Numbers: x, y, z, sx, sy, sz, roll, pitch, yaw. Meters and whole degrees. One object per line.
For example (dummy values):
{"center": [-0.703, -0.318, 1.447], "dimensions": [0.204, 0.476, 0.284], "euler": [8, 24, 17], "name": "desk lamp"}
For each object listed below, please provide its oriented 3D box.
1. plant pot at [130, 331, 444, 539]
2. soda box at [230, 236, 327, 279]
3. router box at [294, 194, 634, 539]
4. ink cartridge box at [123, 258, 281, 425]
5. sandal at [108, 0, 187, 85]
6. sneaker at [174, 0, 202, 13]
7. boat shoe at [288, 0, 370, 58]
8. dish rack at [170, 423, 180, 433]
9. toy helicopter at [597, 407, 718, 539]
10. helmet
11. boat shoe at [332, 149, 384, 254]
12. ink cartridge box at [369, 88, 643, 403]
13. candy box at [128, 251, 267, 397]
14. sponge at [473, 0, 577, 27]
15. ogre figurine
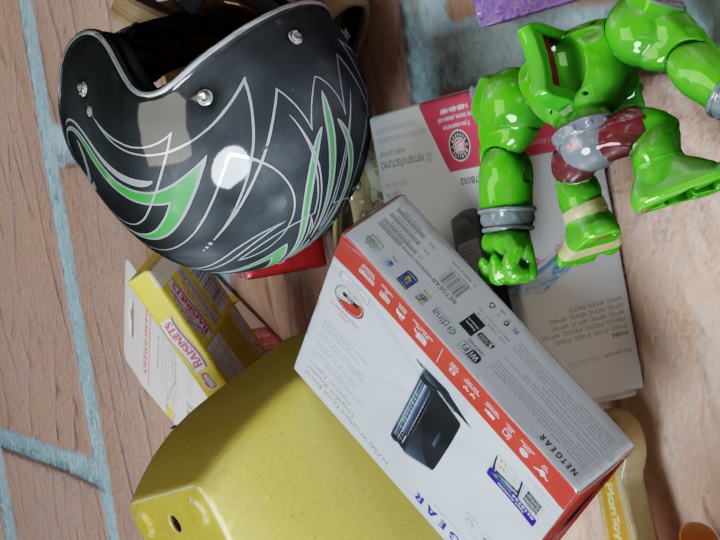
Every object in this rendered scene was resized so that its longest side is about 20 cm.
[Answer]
{"center": [-0.037, 0.158, 1.265], "dimensions": [0.194, 0.200, 0.196], "euler": [-23, 95, 56], "name": "plant pot"}
{"center": [-0.080, -0.033, 1.427], "dimensions": [0.200, 0.063, 0.070], "euler": [-172, 73, -78], "name": "soda box"}
{"center": [0.055, 0.080, 1.097], "dimensions": [0.200, 0.049, 0.180], "euler": [47, 153, 15], "name": "router box"}
{"center": [-0.142, 0.074, 1.633], "dimensions": [0.200, 0.067, 0.117], "euler": [42, 135, 46], "name": "ink cartridge box"}
{"center": [-0.133, -0.160, 1.374], "dimensions": [0.078, 0.212, 0.070], "euler": [32, 102, 20], "name": "sandal"}
{"center": [-0.100, -0.237, 1.383], "dimensions": [0.082, 0.070, 0.200], "euler": [-63, 21, 19], "name": "sneaker"}
{"center": [-0.043, -0.138, 1.362], "dimensions": [0.065, 0.071, 0.200], "euler": [58, 145, 35], "name": "boat shoe"}
{"center": [-0.064, 0.171, 1.392], "dimensions": [0.055, 0.200, 0.154], "euler": [-24, 79, 50], "name": "dish rack"}
{"center": [0.169, 0.179, 1.087], "dimensions": [0.132, 0.079, 0.200], "euler": [-24, 76, 61], "name": "toy helicopter"}
{"center": [-0.086, -0.095, 1.220], "dimensions": [0.191, 0.200, 0.200], "euler": [28, 127, 34], "name": "helmet"}
{"center": [0.000, 0.000, 1.343], "dimensions": [0.073, 0.063, 0.200], "euler": [41, 135, 48], "name": "boat shoe"}
{"center": [0.088, -0.013, 1.151], "dimensions": [0.148, 0.085, 0.200], "euler": [-7, 92, 61], "name": "ink cartridge box"}
{"center": [-0.107, 0.068, 1.468], "dimensions": [0.026, 0.102, 0.200], "euler": [-29, 102, 21], "name": "candy box"}
{"center": [0.091, -0.254, 1.112], "dimensions": [0.112, 0.030, 0.200], "euler": [-8, 93, 62], "name": "sponge"}
{"center": [0.134, -0.080, 1.008], "dimensions": [0.200, 0.098, 0.120], "euler": [-37, 68, 54], "name": "ogre figurine"}
